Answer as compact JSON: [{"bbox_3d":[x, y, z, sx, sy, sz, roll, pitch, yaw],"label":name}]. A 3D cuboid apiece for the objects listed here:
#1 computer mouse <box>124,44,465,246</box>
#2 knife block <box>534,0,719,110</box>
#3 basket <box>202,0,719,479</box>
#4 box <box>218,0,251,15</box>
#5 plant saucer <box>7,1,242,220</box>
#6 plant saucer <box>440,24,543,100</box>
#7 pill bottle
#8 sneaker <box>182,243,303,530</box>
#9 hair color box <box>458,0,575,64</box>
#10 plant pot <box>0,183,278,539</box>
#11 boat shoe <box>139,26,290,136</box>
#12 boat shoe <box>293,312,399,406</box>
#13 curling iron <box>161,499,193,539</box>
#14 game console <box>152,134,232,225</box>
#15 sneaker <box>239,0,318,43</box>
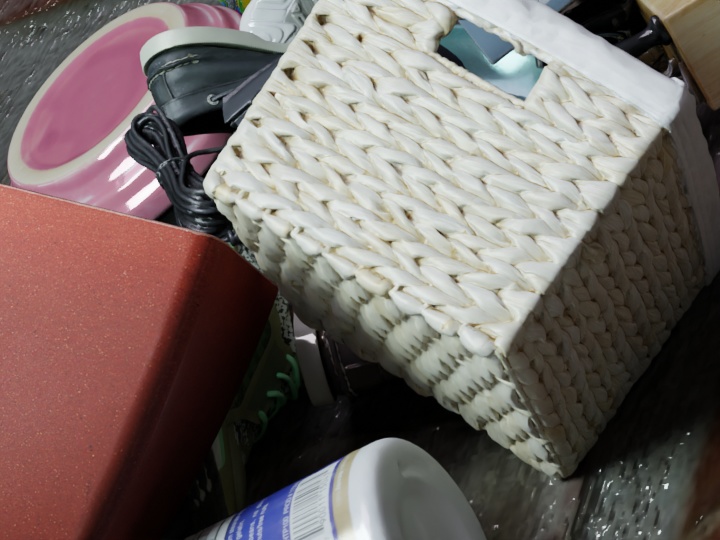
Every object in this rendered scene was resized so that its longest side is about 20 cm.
[{"bbox_3d":[-0.027,-0.083,1.455,0.199,0.046,0.141,-17,38,-10],"label":"computer mouse"},{"bbox_3d":[0.195,-0.132,1.403,0.199,0.064,0.176,-8,35,42],"label":"knife block"},{"bbox_3d":[0.056,-0.030,1.297,0.198,0.200,0.161,31,79,24],"label":"basket"},{"bbox_3d":[-0.047,-0.283,1.752,0.200,0.193,0.122,-39,33,8],"label":"box"},{"bbox_3d":[-0.152,-0.097,1.659,0.200,0.051,0.201,-31,34,23],"label":"plant saucer"},{"bbox_3d":[0.049,-0.069,1.489,0.199,0.036,0.201,-5,39,4],"label":"plant saucer"},{"bbox_3d":[-0.041,0.175,1.293,0.199,0.120,0.120,-28,35,24],"label":"pill bottle"},{"bbox_3d":[-0.059,0.058,1.483,0.077,0.088,0.201,132,139,-64],"label":"sneaker"},{"bbox_3d":[0.118,-0.189,1.494,0.099,0.061,0.200,-38,2,24],"label":"hair color box"},{"bbox_3d":[-0.170,0.058,1.313,0.199,0.200,0.177,14,84,8],"label":"plant pot"},{"bbox_3d":[-0.034,-0.100,1.571,0.074,0.198,0.066,-40,52,50],"label":"boat shoe"},{"bbox_3d":[0.000,0.000,1.497,0.059,0.072,0.200,-11,34,11],"label":"boat shoe"},{"bbox_3d":[-0.100,0.118,1.505,0.049,0.026,0.201,21,68,17],"label":"curling iron"},{"bbox_3d":[-0.119,-0.068,1.662,0.176,0.031,0.201,-27,34,30],"label":"game console"},{"bbox_3d":[-0.004,-0.173,1.672,0.199,0.078,0.099,-29,6,-33],"label":"sneaker"}]
